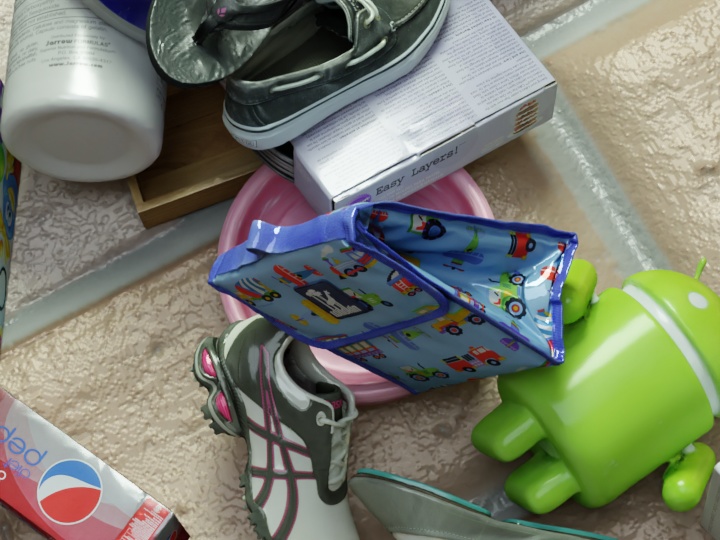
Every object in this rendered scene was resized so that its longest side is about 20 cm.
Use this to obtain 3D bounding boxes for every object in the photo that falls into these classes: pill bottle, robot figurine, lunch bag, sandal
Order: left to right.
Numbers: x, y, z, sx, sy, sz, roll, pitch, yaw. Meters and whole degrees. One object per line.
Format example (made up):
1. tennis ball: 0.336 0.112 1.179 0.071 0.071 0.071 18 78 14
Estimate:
1. pill bottle: -0.190 -0.174 1.603 0.114 0.115 0.201 0 63 5
2. sandal: -0.064 -0.197 1.475 0.075 0.048 0.200 47 64 -3
3. lunch bag: 0.013 0.001 1.433 0.199 0.150 0.095 20 69 -34
4. robot figurine: 0.173 0.079 1.511 0.199 0.116 0.176 -34 96 -9

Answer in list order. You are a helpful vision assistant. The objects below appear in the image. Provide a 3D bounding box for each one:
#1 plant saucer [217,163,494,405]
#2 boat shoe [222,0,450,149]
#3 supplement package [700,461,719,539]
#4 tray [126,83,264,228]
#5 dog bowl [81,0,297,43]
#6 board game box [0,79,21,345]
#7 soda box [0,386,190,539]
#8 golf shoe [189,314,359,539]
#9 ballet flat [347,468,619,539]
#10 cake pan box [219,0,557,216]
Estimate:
1. plant saucer: 0.000 0.000 1.588 0.199 0.051 0.202 -1 73 3
2. boat shoe: -0.011 -0.158 1.530 0.072 0.071 0.200 38 63 22
3. supplement package: 0.343 0.167 1.444 0.151 0.152 0.200 -41 72 -10
4. tray: -0.080 -0.112 1.647 0.199 0.037 0.099 -19 69 -3
5. dog bowl: -0.113 -0.256 1.543 0.199 0.079 0.201 6 73 -20
6. board game box: -0.308 -0.034 1.602 0.104 0.103 0.201 1 70 5
7. soda box: -0.215 0.144 1.547 0.199 0.070 0.064 34 77 16
8. golf shoe: -0.038 0.123 1.504 0.088 0.077 0.201 -26 90 28
9. ballet flat: 0.082 0.185 1.485 0.199 0.067 0.064 17 76 -10
10. cake pan box: 0.009 -0.140 1.590 0.199 0.052 0.184 -29 61 -17
